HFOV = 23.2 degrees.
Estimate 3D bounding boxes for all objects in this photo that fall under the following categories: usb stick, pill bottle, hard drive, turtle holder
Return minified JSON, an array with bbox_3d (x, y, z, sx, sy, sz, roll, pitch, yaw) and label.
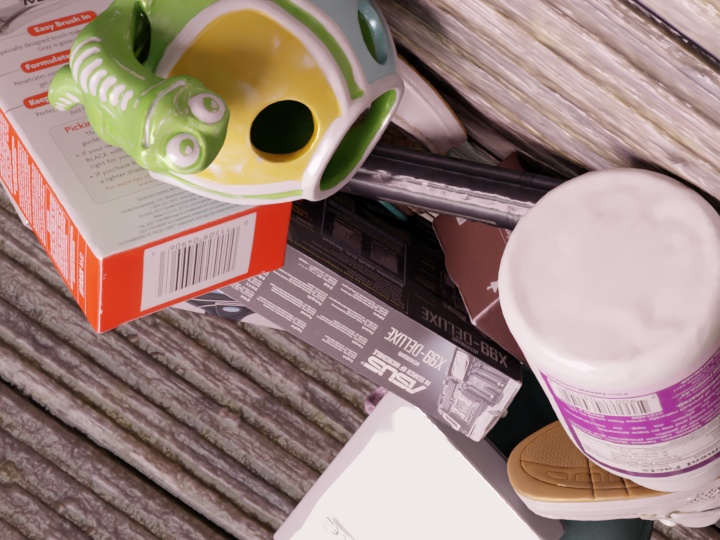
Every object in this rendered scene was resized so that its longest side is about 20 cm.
[{"bbox_3d":[0.053,-0.045,0.956,0.200,0.033,0.055,13,179,22],"label":"usb stick"},{"bbox_3d":[0.144,0.040,0.882,0.112,0.112,0.200,34,169,29],"label":"pill bottle"},{"bbox_3d":[0.031,0.164,1.095,0.132,0.026,0.200,47,136,11],"label":"hard drive"},{"bbox_3d":[-0.055,-0.099,0.807,0.132,0.141,0.186,36,177,9],"label":"turtle holder"}]

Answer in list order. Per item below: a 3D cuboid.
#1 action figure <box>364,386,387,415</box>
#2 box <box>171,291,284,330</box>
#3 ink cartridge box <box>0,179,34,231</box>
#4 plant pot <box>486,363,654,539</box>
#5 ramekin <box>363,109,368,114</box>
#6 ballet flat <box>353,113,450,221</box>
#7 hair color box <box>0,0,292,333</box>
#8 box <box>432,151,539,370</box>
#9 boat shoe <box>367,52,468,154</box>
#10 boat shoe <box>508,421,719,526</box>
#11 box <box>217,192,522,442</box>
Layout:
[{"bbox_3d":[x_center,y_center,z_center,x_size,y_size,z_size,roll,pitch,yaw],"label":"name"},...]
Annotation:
[{"bbox_3d":[0.113,0.056,1.335,0.200,0.149,0.134,3,-164,-15],"label":"action figure"},{"bbox_3d":[-0.083,-0.019,1.159,0.200,0.119,0.042,14,-134,-23],"label":"box"},{"bbox_3d":[-0.190,-0.132,1.175,0.200,0.145,0.084,57,-173,24],"label":"ink cartridge box"},{"bbox_3d":[0.094,0.120,1.151,0.200,0.200,0.134,34,155,27],"label":"plant pot"},{"bbox_3d":[-0.042,-0.091,1.253,0.202,0.094,0.202,36,177,2],"label":"ramekin"},{"bbox_3d":[-0.028,-0.111,1.067,0.200,0.065,0.071,37,-178,4],"label":"ballet flat"},{"bbox_3d":[-0.132,-0.071,0.923,0.200,0.111,0.064,54,151,30],"label":"hair color box"},{"bbox_3d":[0.139,0.028,1.051,0.200,0.075,0.100,35,-158,-34],"label":"box"},{"bbox_3d":[-0.032,-0.116,0.975,0.200,0.069,0.071,36,177,-12],"label":"boat shoe"},{"bbox_3d":[0.186,0.119,1.011,0.071,0.200,0.069,-99,2,-46],"label":"boat shoe"},{"bbox_3d":[0.000,0.000,1.040,0.200,0.050,0.158,31,-158,-13],"label":"box"}]
